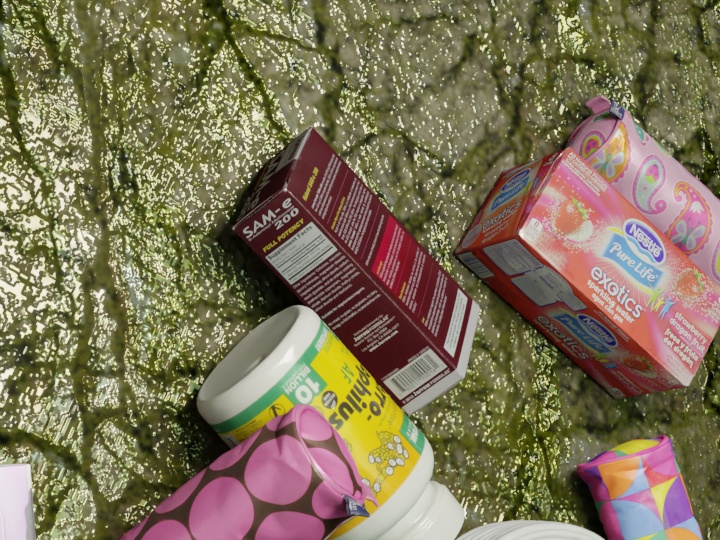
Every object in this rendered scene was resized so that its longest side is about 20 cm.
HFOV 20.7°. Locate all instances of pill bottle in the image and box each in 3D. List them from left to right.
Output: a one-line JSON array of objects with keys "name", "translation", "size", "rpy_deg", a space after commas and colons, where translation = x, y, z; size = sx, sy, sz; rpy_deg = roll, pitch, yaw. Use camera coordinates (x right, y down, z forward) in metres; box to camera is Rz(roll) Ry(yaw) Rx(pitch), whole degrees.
[{"name": "pill bottle", "translation": [-0.017, 0.133, 1.450], "size": [0.200, 0.113, 0.113], "rpy_deg": [49, 62, -13]}]

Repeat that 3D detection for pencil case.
[{"name": "pencil case", "translation": [-0.088, 0.184, 1.368], "size": [0.094, 0.199, 0.091], "rpy_deg": [43, 18, -40]}, {"name": "pencil case", "translation": [0.240, 0.237, 1.595], "size": [0.088, 0.088, 0.202], "rpy_deg": [-15, 89, -31]}, {"name": "pencil case", "translation": [0.253, -0.057, 1.653], "size": [0.200, 0.087, 0.088], "rpy_deg": [40, 65, -17]}]

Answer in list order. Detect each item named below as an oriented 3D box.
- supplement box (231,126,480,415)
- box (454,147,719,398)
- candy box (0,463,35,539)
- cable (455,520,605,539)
[{"name": "supplement box", "translation": [0.000, 0.000, 1.485], "size": [0.200, 0.061, 0.109], "rpy_deg": [47, 26, -15]}, {"name": "box", "translation": [0.189, 0.005, 1.597], "size": [0.200, 0.100, 0.096], "rpy_deg": [41, 65, -17]}, {"name": "candy box", "translation": [-0.266, 0.213, 1.243], "size": [0.071, 0.200, 0.169], "rpy_deg": [-1, 83, -29]}, {"name": "cable", "translation": [0.135, 0.291, 1.509], "size": [0.199, 0.069, 0.201], "rpy_deg": [25, 70, -24]}]
